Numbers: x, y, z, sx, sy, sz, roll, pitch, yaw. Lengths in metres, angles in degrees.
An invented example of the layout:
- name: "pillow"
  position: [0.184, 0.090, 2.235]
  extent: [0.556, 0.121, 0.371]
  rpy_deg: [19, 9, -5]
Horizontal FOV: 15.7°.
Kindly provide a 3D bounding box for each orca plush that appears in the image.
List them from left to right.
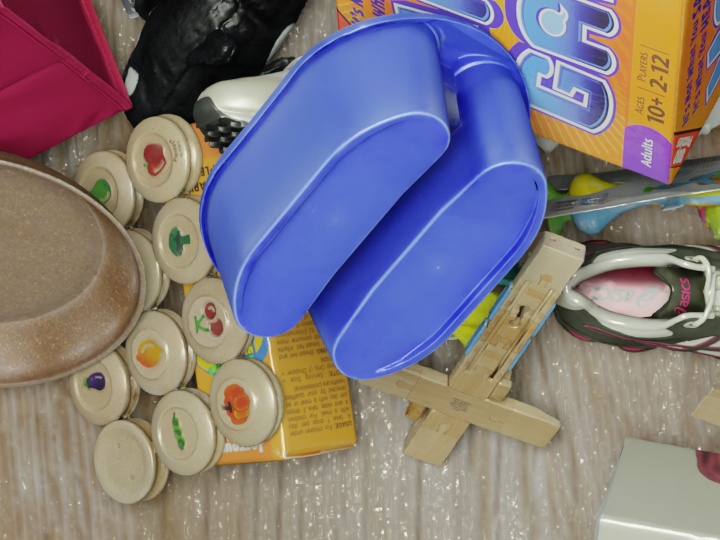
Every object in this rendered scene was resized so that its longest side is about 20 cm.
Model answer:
- name: "orca plush"
  position: [-0.062, -0.134, 1.488]
  extent: [0.200, 0.071, 0.105]
  rpy_deg: [-27, 120, 16]

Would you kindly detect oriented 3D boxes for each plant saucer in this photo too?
- name: "plant saucer"
  position: [-0.221, -0.008, 1.477]
  extent: [0.200, 0.200, 0.037]
  rpy_deg: [-10, 48, 11]

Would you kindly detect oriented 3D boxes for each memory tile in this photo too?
- name: "memory tile"
  position: [-0.125, 0.024, 1.508]
  extent: [0.153, 0.017, 0.200]
  rpy_deg: [-27, 78, 38]

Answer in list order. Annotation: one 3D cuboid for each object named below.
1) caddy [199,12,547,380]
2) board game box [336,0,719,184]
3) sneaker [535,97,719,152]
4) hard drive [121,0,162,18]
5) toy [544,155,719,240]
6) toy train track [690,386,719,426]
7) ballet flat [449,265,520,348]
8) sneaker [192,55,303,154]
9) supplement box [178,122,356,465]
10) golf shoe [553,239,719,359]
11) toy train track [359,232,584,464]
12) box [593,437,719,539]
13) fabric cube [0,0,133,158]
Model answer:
- name: "caddy"
  position: [0.006, -0.041, 1.352]
  extent: [0.141, 0.105, 0.200]
  rpy_deg: [25, 120, -31]
- name: "board game box"
  position: [0.117, -0.208, 1.363]
  extent: [0.200, 0.200, 0.200]
  rpy_deg: [22, 60, 17]
- name: "sneaker"
  position: [0.184, -0.106, 1.473]
  extent: [0.200, 0.070, 0.080]
  rpy_deg: [1, 107, 13]
- name: "hard drive"
  position: [-0.071, -0.245, 1.525]
  extent: [0.200, 0.042, 0.135]
  rpy_deg: [-28, 85, 10]
- name: "toy"
  position: [0.201, -0.038, 1.443]
  extent: [0.200, 0.115, 0.047]
  rpy_deg: [-5, 102, 10]
- name: "toy train track"
  position: [0.257, 0.052, 1.439]
  extent: [0.115, 0.033, 0.200]
  rpy_deg: [20, 127, -20]
- name: "ballet flat"
  position: [0.000, 0.000, 1.468]
  extent: [0.200, 0.067, 0.067]
  rpy_deg: [20, 115, -26]
- name: "sneaker"
  position: [-0.006, -0.110, 1.466]
  extent: [0.200, 0.070, 0.094]
  rpy_deg: [1, 80, -30]
- name: "supplement box"
  position: [-0.058, 0.011, 1.504]
  extent: [0.066, 0.069, 0.200]
  rpy_deg: [-9, 90, 40]
- name: "golf shoe"
  position: [0.204, 0.020, 1.454]
  extent: [0.200, 0.088, 0.077]
  rpy_deg: [0, 89, 9]
- name: "toy train track"
  position: [0.073, 0.039, 1.454]
  extent: [0.115, 0.033, 0.200]
  rpy_deg: [20, 138, -10]
- name: "box"
  position: [0.226, 0.183, 1.422]
  extent: [0.200, 0.109, 0.128]
  rpy_deg: [11, 114, 10]
- name: "fabric cube"
  position: [-0.278, -0.156, 1.469]
  extent: [0.199, 0.200, 0.196]
  rpy_deg: [-26, 70, 9]
